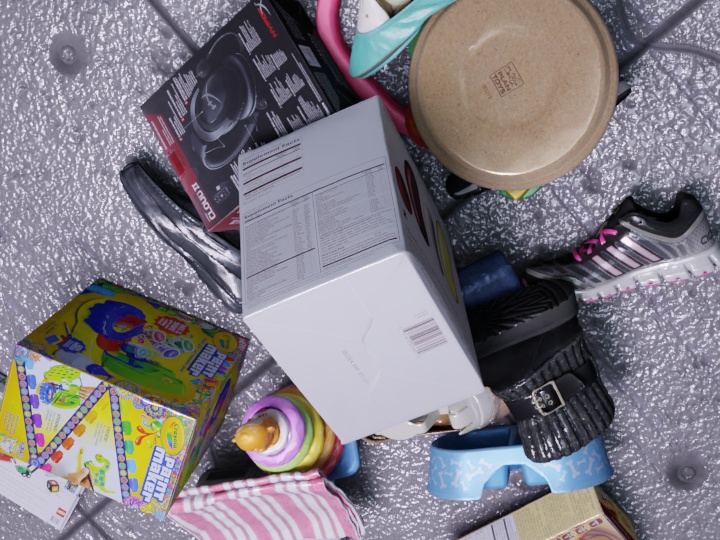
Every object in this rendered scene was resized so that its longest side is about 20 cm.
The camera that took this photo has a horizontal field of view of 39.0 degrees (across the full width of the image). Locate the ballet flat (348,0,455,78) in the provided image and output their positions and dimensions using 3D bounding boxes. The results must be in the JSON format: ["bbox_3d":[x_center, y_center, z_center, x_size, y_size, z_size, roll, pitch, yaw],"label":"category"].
[{"bbox_3d":[0.042,-0.250,0.904,0.070,0.068,0.199,35,133,-28],"label":"ballet flat"}]

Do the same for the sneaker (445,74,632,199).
[{"bbox_3d":[0.155,-0.150,0.983,0.199,0.076,0.088,-34,86,14],"label":"sneaker"}]

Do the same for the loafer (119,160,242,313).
[{"bbox_3d":[-0.170,-0.044,1.072,0.070,0.068,0.201,-44,94,1],"label":"loafer"}]

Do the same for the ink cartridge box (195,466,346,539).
[{"bbox_3d":[-0.094,0.326,1.187,0.159,0.057,0.204,-8,102,12],"label":"ink cartridge box"}]

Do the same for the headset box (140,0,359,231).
[{"bbox_3d":[-0.111,-0.144,0.988,0.199,0.077,0.150,-37,77,25],"label":"headset box"}]

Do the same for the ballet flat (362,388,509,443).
[{"bbox_3d":[0.086,0.152,1.087,0.197,0.067,0.069,-15,105,14],"label":"ballet flat"}]

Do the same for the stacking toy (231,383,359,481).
[{"bbox_3d":[-0.084,0.168,1.040,0.114,0.200,0.112,-17,76,12],"label":"stacking toy"}]

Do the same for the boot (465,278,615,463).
[{"bbox_3d":[0.135,0.116,0.978,0.208,0.080,0.160,-19,113,3],"label":"boot"}]

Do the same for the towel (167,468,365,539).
[{"bbox_3d":[-0.106,0.262,1.085,0.196,0.030,0.147,-12,144,14],"label":"towel"}]

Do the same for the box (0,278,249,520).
[{"bbox_3d":[-0.243,0.127,1.065,0.190,0.200,0.124,22,110,1],"label":"box"}]

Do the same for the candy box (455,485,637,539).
[{"bbox_3d":[0.193,0.310,1.104,0.198,0.056,0.115,-32,128,17],"label":"candy box"}]

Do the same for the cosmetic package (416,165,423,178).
[{"bbox_3d":[0.000,0.000,1.060,0.148,0.052,0.204,-3,108,12],"label":"cosmetic package"}]

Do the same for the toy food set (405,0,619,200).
[{"bbox_3d":[0.133,-0.172,0.924,0.200,0.049,0.198,45,103,7],"label":"toy food set"}]

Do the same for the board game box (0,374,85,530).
[{"bbox_3d":[-0.410,0.207,1.208,0.198,0.035,0.127,32,111,-2],"label":"board game box"}]

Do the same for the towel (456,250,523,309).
[{"bbox_3d":[0.078,0.069,1.022,0.198,0.049,0.113,-28,109,0],"label":"towel"}]

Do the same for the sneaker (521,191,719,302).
[{"bbox_3d":[0.251,-0.027,0.999,0.196,0.074,0.089,-13,102,12],"label":"sneaker"}]

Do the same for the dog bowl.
[{"bbox_3d":[0.163,0.197,1.070,0.196,0.111,0.051,-8,94,12],"label":"dog bowl"}]

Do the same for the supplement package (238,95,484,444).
[{"bbox_3d":[-0.001,0.000,0.893,0.145,0.202,0.192,-21,134,13],"label":"supplement package"}]

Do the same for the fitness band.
[{"bbox_3d":[0.047,-0.223,0.989,0.143,0.037,0.200,-41,96,22],"label":"fitness band"}]
